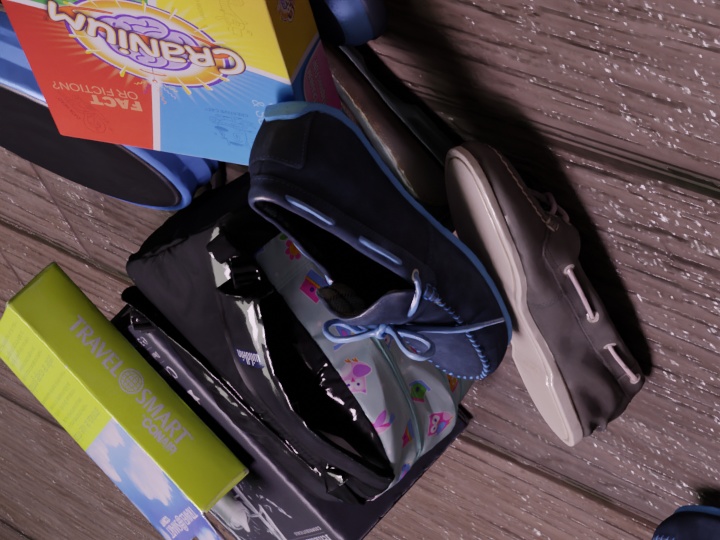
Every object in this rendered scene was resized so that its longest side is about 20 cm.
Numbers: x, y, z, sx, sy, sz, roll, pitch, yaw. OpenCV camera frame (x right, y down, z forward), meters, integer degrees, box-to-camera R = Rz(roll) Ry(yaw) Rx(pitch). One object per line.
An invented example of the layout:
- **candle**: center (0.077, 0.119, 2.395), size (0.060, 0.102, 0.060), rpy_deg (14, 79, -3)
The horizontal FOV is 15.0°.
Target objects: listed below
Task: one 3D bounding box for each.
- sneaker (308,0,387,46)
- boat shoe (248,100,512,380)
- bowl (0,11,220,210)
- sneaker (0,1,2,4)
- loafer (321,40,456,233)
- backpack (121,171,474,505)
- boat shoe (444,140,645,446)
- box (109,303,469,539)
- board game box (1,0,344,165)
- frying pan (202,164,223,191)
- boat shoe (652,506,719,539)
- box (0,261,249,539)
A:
- **sneaker**: center (-0.073, -0.156, 1.385), size (0.199, 0.082, 0.074), rpy_deg (30, 155, 28)
- **boat shoe**: center (0.000, 0.000, 1.369), size (0.084, 0.069, 0.200), rpy_deg (-10, 137, 44)
- **bowl**: center (-0.177, -0.093, 1.603), size (0.200, 0.040, 0.201), rpy_deg (24, 169, 5)
- **sneaker**: center (-0.183, -0.181, 1.565), size (0.114, 0.076, 0.200), rpy_deg (42, 163, 2)
- **loafer**: center (-0.023, -0.087, 1.448), size (0.200, 0.063, 0.072), rpy_deg (42, 160, 9)
- **backpack**: center (-0.027, 0.037, 1.604), size (0.200, 0.127, 0.167), rpy_deg (50, 157, -11)
- **boat shoe**: center (0.096, 0.003, 1.415), size (0.067, 0.057, 0.201), rpy_deg (42, 160, 51)
- **box**: center (-0.062, 0.077, 1.771), size (0.197, 0.124, 0.200), rpy_deg (46, 161, -6)
- **board game box**: center (-0.100, -0.131, 1.335), size (0.152, 0.040, 0.200), rpy_deg (10, 148, 20)
- **frying pan**: center (-0.107, -0.098, 1.655), size (0.115, 0.031, 0.190), rpy_deg (48, 157, -5)
- **boat shoe**: center (0.225, 0.190, 1.459), size (0.200, 0.069, 0.084), rpy_deg (26, 153, 44)
- **box**: center (-0.147, 0.094, 1.717), size (0.200, 0.048, 0.122), rpy_deg (47, 161, 1)
